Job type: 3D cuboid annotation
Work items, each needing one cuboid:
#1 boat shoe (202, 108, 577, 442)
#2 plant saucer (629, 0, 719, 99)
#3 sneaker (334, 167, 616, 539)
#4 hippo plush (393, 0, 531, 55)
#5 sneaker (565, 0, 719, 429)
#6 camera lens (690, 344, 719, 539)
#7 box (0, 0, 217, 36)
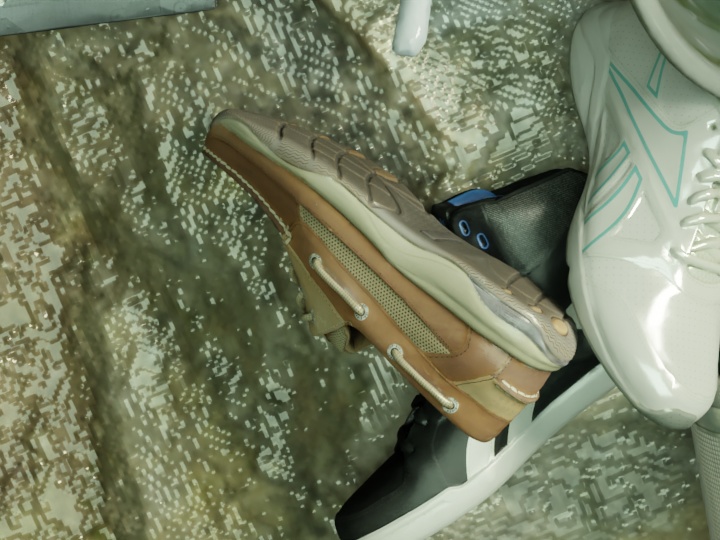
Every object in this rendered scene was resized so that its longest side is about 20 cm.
[{"bbox_3d":[0.000,0.000,1.259,0.200,0.076,0.072,39,105,30],"label":"boat shoe"},{"bbox_3d":[0.179,-0.167,1.220,0.199,0.050,0.201,-8,108,-25],"label":"plant saucer"},{"bbox_3d":[0.046,0.031,1.310,0.200,0.073,0.112,-39,98,-3],"label":"sneaker"},{"bbox_3d":[0.011,-0.221,1.191,0.159,0.160,0.201,-28,126,-39],"label":"hippo plush"},{"bbox_3d":[0.134,-0.034,1.242,0.080,0.070,0.201,-19,62,39],"label":"sneaker"},{"bbox_3d":[0.231,0.109,1.283,0.159,0.160,0.201,-11,102,0],"label":"camera lens"},{"bbox_3d":[-0.149,-0.201,1.258,0.157,0.051,0.201,-8,102,-2],"label":"box"}]
